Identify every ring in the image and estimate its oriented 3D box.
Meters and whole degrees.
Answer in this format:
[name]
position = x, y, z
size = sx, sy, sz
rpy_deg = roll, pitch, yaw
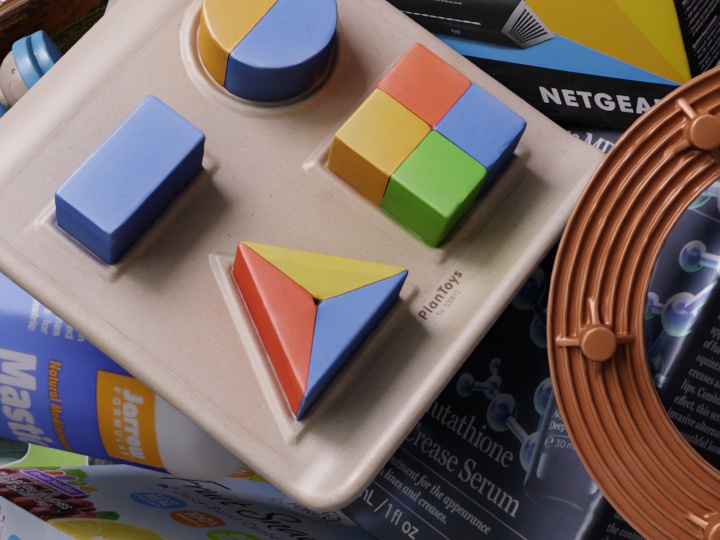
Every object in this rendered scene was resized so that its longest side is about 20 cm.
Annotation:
[ring]
position = 0.166, 0.020, 0.586
size = 0.201, 0.200, 0.019
rpy_deg = -63, 1, 5

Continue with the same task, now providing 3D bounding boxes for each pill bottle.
[pill bottle]
position = -0.092, 0.023, 0.676
size = 0.199, 0.112, 0.112
rpy_deg = 11, 80, 14

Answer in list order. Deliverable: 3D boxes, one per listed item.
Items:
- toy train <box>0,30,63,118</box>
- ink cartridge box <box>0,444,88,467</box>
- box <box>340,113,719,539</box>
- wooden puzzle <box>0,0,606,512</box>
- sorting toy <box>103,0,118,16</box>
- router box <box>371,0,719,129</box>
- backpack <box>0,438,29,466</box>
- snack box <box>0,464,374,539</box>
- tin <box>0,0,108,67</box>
[toy train]
position = -0.171, -0.016, 0.809
size = 0.115, 0.085, 0.200
rpy_deg = -28, 67, 8
[ink cartridge box]
position = -0.183, 0.021, 0.903
size = 0.147, 0.076, 0.201
rpy_deg = -3, 86, 28
[box]
position = 0.096, 0.046, 0.687
size = 0.148, 0.107, 0.200
rpy_deg = 31, 95, 48
[wooden puzzle]
position = -0.032, -0.038, 0.616
size = 0.200, 0.046, 0.185
rpy_deg = 35, 67, 12
[sorting toy]
position = -0.054, -0.066, 0.829
size = 0.069, 0.200, 0.199
rpy_deg = 17, 88, 27
[router box]
position = 0.043, -0.134, 0.650
size = 0.200, 0.149, 0.051
rpy_deg = 11, 48, 38
[backpack]
position = -0.224, 0.189, 0.920
size = 0.200, 0.167, 0.127
rpy_deg = -44, 42, 15
[snack box]
position = -0.069, 0.144, 0.763
size = 0.200, 0.168, 0.068
rpy_deg = 17, 100, 48
[tin]
position = -0.160, -0.141, 0.873
size = 0.200, 0.112, 0.042
rpy_deg = -28, 75, 6
